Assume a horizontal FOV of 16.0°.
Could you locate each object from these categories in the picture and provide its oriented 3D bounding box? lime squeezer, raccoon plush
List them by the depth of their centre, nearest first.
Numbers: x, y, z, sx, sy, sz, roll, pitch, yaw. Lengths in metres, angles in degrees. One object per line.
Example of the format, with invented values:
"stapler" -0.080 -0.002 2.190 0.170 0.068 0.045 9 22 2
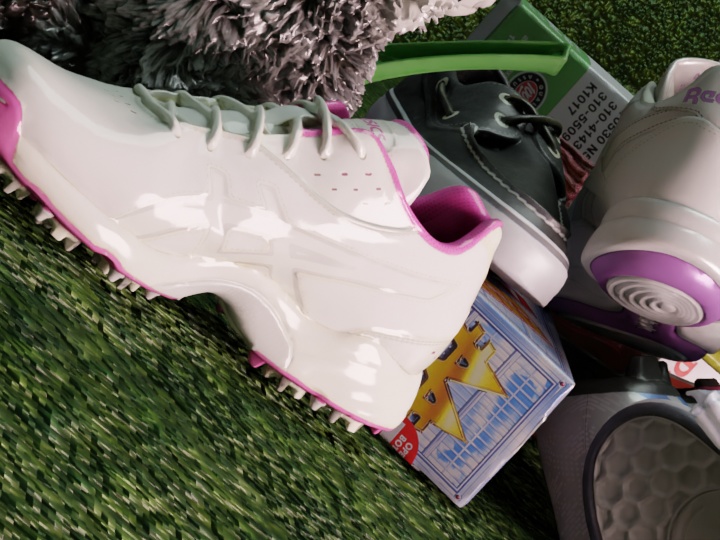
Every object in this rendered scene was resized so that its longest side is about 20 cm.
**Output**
"raccoon plush" -0.040 -0.099 0.810 0.200 0.134 0.097 -1 47 -44
"lime squeezer" -0.030 -0.095 0.919 0.200 0.038 0.071 25 -27 -6

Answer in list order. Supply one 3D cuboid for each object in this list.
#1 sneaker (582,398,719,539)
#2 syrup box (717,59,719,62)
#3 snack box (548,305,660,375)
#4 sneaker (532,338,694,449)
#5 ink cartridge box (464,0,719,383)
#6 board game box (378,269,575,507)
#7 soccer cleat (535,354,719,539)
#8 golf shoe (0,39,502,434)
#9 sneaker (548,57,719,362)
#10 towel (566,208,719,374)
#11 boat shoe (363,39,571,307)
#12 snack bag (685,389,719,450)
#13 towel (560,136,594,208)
"sneaker" 0.164 0.123 0.945 0.202 0.077 0.146 51 18 2
"syrup box" 0.181 -0.027 1.102 0.081 0.079 0.200 41 5 -11
"snack box" 0.042 -0.015 1.106 0.200 0.024 0.072 34 3 11
"sneaker" 0.107 0.073 1.145 0.200 0.077 0.082 43 34 23
"ink cartridge box" 0.101 -0.016 1.249 0.200 0.145 0.084 41 7 -8
"board game box" 0.000 0.000 0.934 0.200 0.062 0.200 39 6 -18
"soccer cleat" 0.118 0.085 1.021 0.070 0.086 0.200 -4 -9 26
"golf shoe" -0.037 -0.028 0.782 0.200 0.092 0.075 34 11 -40
"sneaker" 0.119 -0.022 0.962 0.075 0.100 0.200 20 -9 -3
"towel" 0.113 0.006 1.113 0.200 0.018 0.086 37 10 -23
"boat shoe" 0.046 -0.045 0.971 0.069 0.057 0.200 39 7 -20
"snack bag" 0.203 0.117 0.896 0.200 0.021 0.189 58 22 15
"towel" 0.158 0.015 1.137 0.200 0.023 0.144 41 6 -9
